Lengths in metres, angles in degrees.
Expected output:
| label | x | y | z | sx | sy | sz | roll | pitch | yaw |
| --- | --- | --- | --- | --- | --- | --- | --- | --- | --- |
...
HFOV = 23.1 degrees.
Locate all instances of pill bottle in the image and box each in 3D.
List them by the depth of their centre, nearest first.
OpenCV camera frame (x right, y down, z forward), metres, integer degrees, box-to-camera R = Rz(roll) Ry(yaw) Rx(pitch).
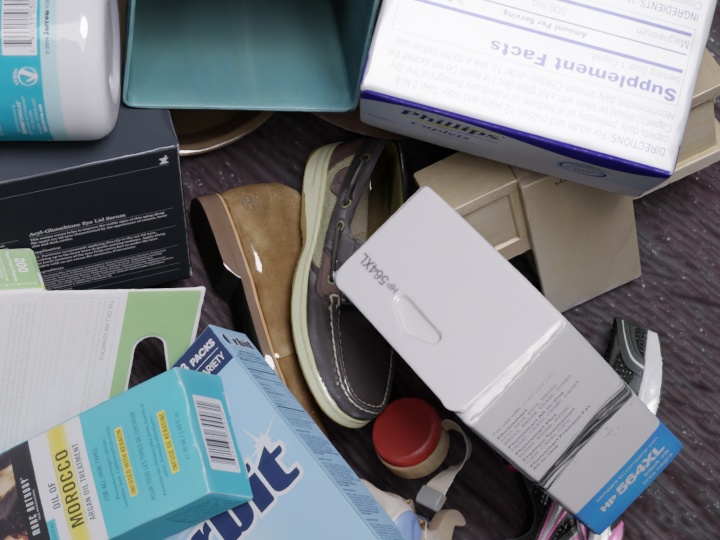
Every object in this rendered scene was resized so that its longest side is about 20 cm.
| label | x | y | z | sx | sy | sz | roll | pitch | yaw |
| --- | --- | --- | --- | --- | --- | --- | --- | --- | --- |
| pill bottle | -0.239 | -0.128 | 0.999 | 0.200 | 0.111 | 0.111 | 0 | 84 | -1 |

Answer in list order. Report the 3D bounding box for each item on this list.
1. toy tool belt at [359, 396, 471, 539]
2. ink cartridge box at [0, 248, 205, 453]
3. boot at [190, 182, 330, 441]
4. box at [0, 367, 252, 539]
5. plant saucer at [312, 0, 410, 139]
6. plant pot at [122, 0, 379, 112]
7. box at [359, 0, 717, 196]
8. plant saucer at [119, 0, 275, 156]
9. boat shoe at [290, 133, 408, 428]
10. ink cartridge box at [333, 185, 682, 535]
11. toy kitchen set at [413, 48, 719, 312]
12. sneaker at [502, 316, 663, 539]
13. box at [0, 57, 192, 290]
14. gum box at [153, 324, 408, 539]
| label | x | y | z | sx | sy | sz | roll | pitch | yaw |
| --- | --- | --- | --- | --- | --- | --- | --- | --- | --- |
| toy tool belt | 0.011 | 0.190 | 1.135 | 0.125 | 0.123 | 0.200 | 21 | 74 | 33 |
| ink cartridge box | -0.208 | 0.056 | 1.096 | 0.200 | 0.146 | 0.048 | -3 | 40 | -24 |
| boot | -0.045 | 0.037 | 1.155 | 0.075 | 0.074 | 0.200 | -16 | 84 | -20 |
| box | -0.166 | 0.135 | 1.071 | 0.200 | 0.049 | 0.082 | -27 | 68 | 23 |
| plant saucer | 0.016 | -0.185 | 1.172 | 0.200 | 0.034 | 0.201 | 7 | 67 | -16 |
| plant pot | -0.071 | -0.217 | 1.062 | 0.141 | 0.141 | 0.200 | 1 | 51 | -11 |
| box | 0.109 | -0.164 | 1.025 | 0.184 | 0.105 | 0.200 | 15 | 84 | -1 |
| plant saucer | -0.130 | -0.173 | 1.182 | 0.200 | 0.029 | 0.200 | 1 | 83 | -9 |
| boat shoe | 0.000 | 0.000 | 1.131 | 0.073 | 0.065 | 0.200 | 20 | 57 | -43 |
| ink cartridge box | 0.092 | 0.057 | 1.070 | 0.084 | 0.200 | 0.146 | -45 | 52 | 1 |
| toy kitchen set | 0.122 | -0.093 | 1.187 | 0.200 | 0.163 | 0.181 | -25 | 56 | -3 |
| sneaker | 0.143 | 0.121 | 1.169 | 0.086 | 0.080 | 0.200 | 16 | 76 | 4 |
| box | -0.212 | -0.042 | 1.092 | 0.200 | 0.141 | 0.079 | -12 | 59 | -10 |
| gum box | -0.082 | 0.163 | 1.072 | 0.170 | 0.045 | 0.200 | -47 | 61 | 13 |
